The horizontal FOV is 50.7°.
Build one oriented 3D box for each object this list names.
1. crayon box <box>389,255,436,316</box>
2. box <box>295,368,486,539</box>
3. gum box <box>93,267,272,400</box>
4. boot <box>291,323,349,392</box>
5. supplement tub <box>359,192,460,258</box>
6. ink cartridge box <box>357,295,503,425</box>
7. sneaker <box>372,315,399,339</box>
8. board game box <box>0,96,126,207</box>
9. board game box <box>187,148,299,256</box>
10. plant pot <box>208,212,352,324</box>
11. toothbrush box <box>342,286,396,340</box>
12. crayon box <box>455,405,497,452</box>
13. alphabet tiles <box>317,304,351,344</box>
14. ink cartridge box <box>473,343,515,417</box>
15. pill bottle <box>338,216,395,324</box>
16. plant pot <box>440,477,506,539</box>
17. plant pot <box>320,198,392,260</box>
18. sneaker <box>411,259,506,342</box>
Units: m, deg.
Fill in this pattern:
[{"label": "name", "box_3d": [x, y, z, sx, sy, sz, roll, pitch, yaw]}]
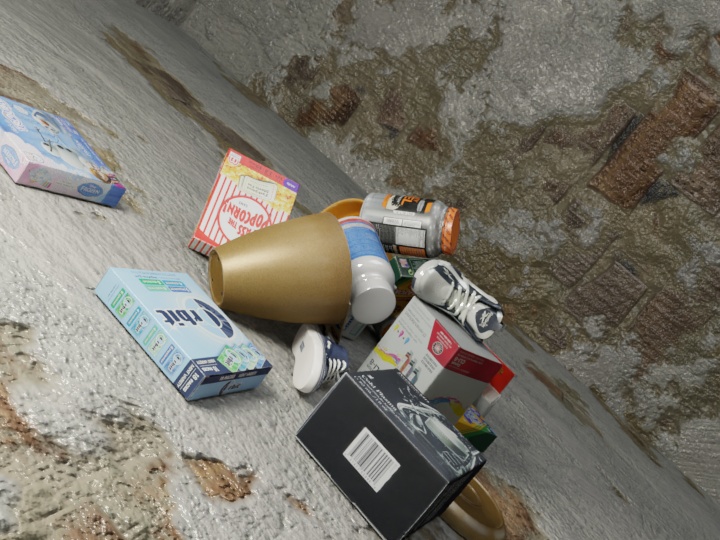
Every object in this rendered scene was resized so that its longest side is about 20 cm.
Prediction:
[{"label": "crayon box", "box_3d": [0.066, 0.044, 1.621, 0.126, 0.200, 0.051, 3, 58, -39]}, {"label": "box", "box_3d": [0.047, 0.250, 1.063, 0.200, 0.124, 0.196, 44, 11, 21]}, {"label": "gum box", "box_3d": [-0.232, 0.080, 1.014, 0.200, 0.045, 0.170, 43, 12, 18]}, {"label": "boot", "box_3d": [-0.056, 0.149, 1.219, 0.090, 0.073, 0.200, 30, 14, -15]}, {"label": "supplement tub", "box_3d": [0.104, -0.093, 1.597, 0.197, 0.125, 0.122, 9, 4, 16]}, {"label": "ink cartridge box", "box_3d": [0.111, 0.180, 1.318, 0.144, 0.201, 0.145, 23, 18, -45]}, {"label": "sneaker", "box_3d": [0.100, 0.139, 1.735, 0.199, 0.076, 0.092, 30, 11, -43]}, {"label": "board game box", "box_3d": [-0.499, -0.193, 1.197, 0.200, 0.044, 0.198, 45, 14, 23]}, {"label": "board game box", "box_3d": [-0.210, -0.102, 1.390, 0.150, 0.046, 0.202, 25, 60, -18]}, {"label": "plant pot", "box_3d": [-0.140, 0.006, 1.235, 0.197, 0.189, 0.187, -6, 35, -26]}, {"label": "toothbrush box", "box_3d": [-0.041, 0.019, 1.562, 0.085, 0.147, 0.200, 26, 17, -46]}, {"label": "crayon box", "box_3d": [0.169, 0.278, 1.486, 0.199, 0.052, 0.126, 27, 17, -43]}, {"label": "alphabet tiles", "box_3d": [-0.069, 0.034, 1.377, 0.006, 0.201, 0.167, -20, 62, -25]}, {"label": "ink cartridge box", "box_3d": [0.220, 0.208, 1.631, 0.043, 0.174, 0.200, -33, 68, -32]}, {"label": "pill bottle", "box_3d": [0.000, 0.000, 1.381, 0.112, 0.112, 0.201, 31, 23, -33]}, {"label": "plant pot", "box_3d": [0.163, 0.363, 1.226, 0.199, 0.028, 0.200, 37, 12, -9]}, {"label": "plant pot", "box_3d": [-0.008, -0.035, 1.796, 0.183, 0.200, 0.201, 49, 2, -46]}, {"label": "sneaker", "box_3d": [0.180, 0.058, 1.289, 0.129, 0.080, 0.199, 37, -1, 44]}]
